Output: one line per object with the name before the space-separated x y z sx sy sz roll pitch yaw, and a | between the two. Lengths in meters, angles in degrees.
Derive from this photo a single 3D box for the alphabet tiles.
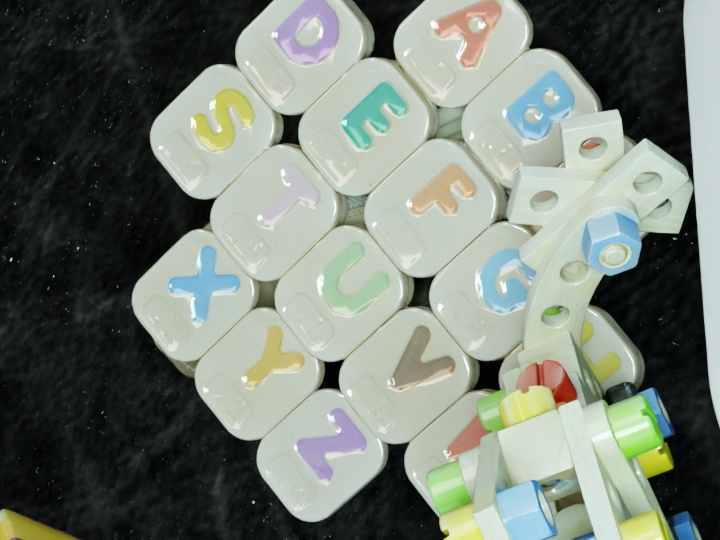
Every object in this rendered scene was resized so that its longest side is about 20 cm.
alphabet tiles | 0.010 -0.007 0.935 0.196 0.015 0.200 -42 79 18

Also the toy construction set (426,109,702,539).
toy construction set | 0.071 0.048 0.828 0.092 0.131 0.200 -14 42 23

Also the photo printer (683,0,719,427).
photo printer | 0.188 -0.025 0.814 0.166 0.069 0.200 -19 57 33

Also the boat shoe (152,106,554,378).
boat shoe | 0.000 0.000 0.980 0.200 0.072 0.065 -27 51 24

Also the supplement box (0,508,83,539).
supplement box | -0.114 0.213 0.949 0.131 0.103 0.200 -46 46 15
